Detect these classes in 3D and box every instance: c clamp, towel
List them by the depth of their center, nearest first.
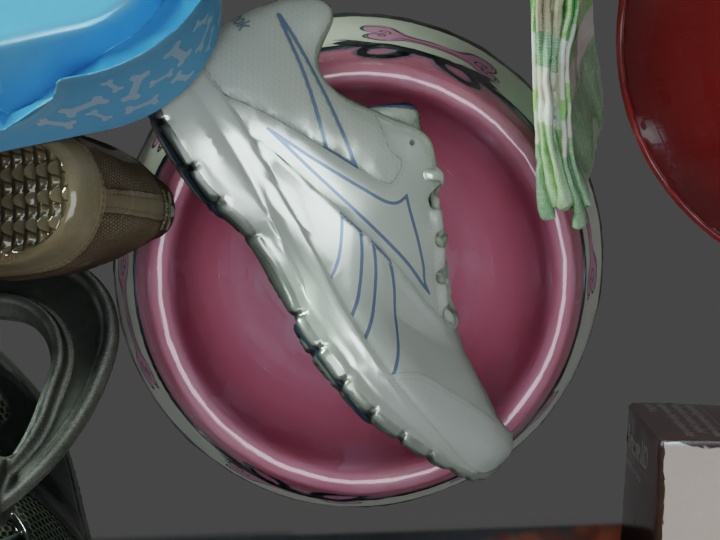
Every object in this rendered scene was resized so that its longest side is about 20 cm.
[{"bbox_3d":[0.080,-0.133,1.084,0.023,0.153,0.201,1,112,9],"label":"towel"},{"bbox_3d":[-0.194,0.057,1.131,0.199,0.027,0.171,1,54,13],"label":"c clamp"}]

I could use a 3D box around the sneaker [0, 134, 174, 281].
[{"bbox_3d":[-0.162,-0.019,1.133,0.199,0.075,0.071,4,86,36],"label":"sneaker"}]

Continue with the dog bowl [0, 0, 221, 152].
[{"bbox_3d":[-0.142,-0.092,1.062,0.199,0.050,0.112,-12,57,5],"label":"dog bowl"}]

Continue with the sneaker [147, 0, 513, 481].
[{"bbox_3d":[0.002,-0.012,1.087,0.087,0.075,0.200,-35,96,-4],"label":"sneaker"}]

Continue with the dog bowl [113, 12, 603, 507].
[{"bbox_3d":[0.000,0.000,1.159,0.199,0.074,0.201,0,95,-1],"label":"dog bowl"}]

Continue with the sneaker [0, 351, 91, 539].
[{"bbox_3d":[-0.144,0.107,1.145,0.076,0.114,0.200,-23,89,1],"label":"sneaker"}]

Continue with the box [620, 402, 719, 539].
[{"bbox_3d":[0.139,0.158,1.165,0.075,0.100,0.201,4,95,-2],"label":"box"}]

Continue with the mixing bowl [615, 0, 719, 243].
[{"bbox_3d":[0.205,-0.087,1.140,0.199,0.108,0.201,0,96,-2],"label":"mixing bowl"}]
